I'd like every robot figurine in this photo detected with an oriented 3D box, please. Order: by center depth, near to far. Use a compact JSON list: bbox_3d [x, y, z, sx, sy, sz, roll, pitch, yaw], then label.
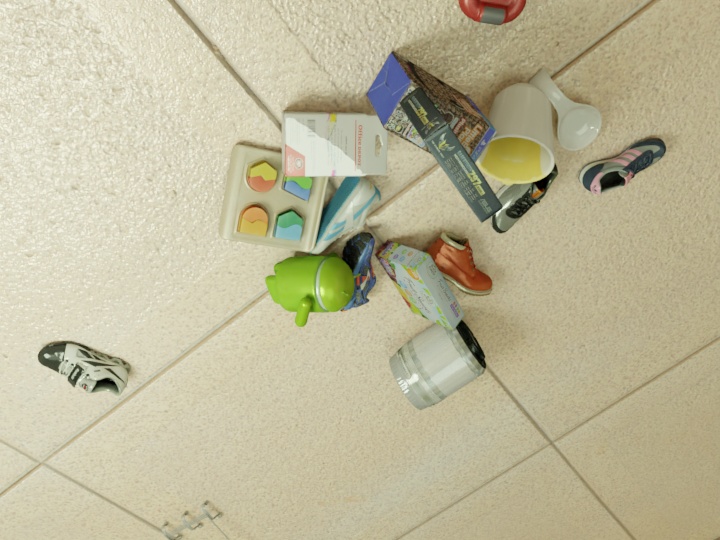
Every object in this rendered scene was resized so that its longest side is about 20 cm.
[{"bbox_3d":[-0.100,0.029,1.488,0.197,0.176,0.117,-1,125,26],"label":"robot figurine"}]

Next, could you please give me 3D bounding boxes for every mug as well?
[{"bbox_3d":[0.297,-0.268,1.384,0.147,0.156,0.186,23,153,-21],"label":"mug"}]

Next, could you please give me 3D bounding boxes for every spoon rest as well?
[{"bbox_3d":[0.417,-0.319,1.434,0.099,0.061,0.199,-43,122,17],"label":"spoon rest"}]

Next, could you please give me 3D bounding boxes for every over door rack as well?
[{"bbox_3d":[-0.431,0.738,1.946,0.146,0.067,0.202,-28,105,7],"label":"over door rack"}]

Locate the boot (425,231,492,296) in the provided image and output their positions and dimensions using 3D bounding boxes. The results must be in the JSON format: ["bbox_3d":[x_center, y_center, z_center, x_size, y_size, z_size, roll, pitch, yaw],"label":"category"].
[{"bbox_3d":[0.236,-0.014,1.597,0.198,0.075,0.108,23,111,-25],"label":"boot"}]

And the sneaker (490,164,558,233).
[{"bbox_3d":[0.347,-0.160,1.516,0.073,0.080,0.202,18,119,-26],"label":"sneaker"}]

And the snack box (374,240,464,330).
[{"bbox_3d":[0.132,0.033,1.556,0.053,0.141,0.201,-48,127,-18],"label":"snack box"}]

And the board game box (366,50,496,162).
[{"bbox_3d":[0.128,-0.294,1.319,0.198,0.160,0.097,22,117,-27],"label":"board game box"}]

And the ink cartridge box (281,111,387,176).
[{"bbox_3d":[-0.050,-0.241,1.350,0.196,0.068,0.119,-1,105,-12],"label":"ink cartridge box"}]

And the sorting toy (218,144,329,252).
[{"bbox_3d":[-0.168,-0.138,1.398,0.196,0.036,0.189,9,102,-18],"label":"sorting toy"}]

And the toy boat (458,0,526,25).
[{"bbox_3d":[0.251,-0.516,1.212,0.128,0.132,0.203,2,124,-15],"label":"toy boat"}]

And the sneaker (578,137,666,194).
[{"bbox_3d":[0.578,-0.216,1.530,0.197,0.083,0.071,-25,126,4],"label":"sneaker"}]

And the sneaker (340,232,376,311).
[{"bbox_3d":[0.000,0.000,1.556,0.077,0.076,0.202,-4,132,-25],"label":"sneaker"}]

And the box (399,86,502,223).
[{"bbox_3d":[0.152,-0.195,1.196,0.051,0.159,0.200,-35,124,11],"label":"box"}]

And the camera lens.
[{"bbox_3d":[0.187,0.216,1.687,0.199,0.161,0.160,-35,125,12],"label":"camera lens"}]

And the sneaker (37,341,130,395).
[{"bbox_3d":[-0.602,0.219,1.543,0.197,0.089,0.075,19,120,-23],"label":"sneaker"}]

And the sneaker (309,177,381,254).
[{"bbox_3d":[-0.038,-0.104,1.464,0.080,0.077,0.200,25,118,-33],"label":"sneaker"}]
